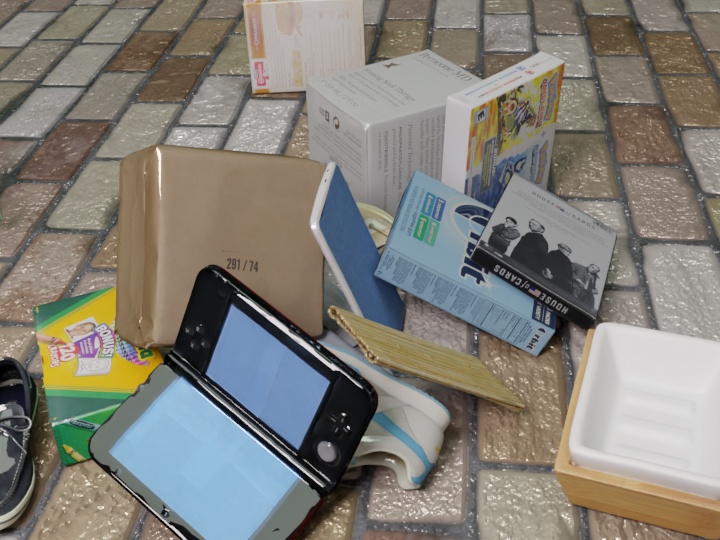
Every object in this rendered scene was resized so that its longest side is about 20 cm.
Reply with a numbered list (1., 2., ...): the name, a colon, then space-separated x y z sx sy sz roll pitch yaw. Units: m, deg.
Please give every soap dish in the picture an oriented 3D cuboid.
1. soap dish: 0.268 0.141 0.841 0.154 0.082 0.201 10 36 18

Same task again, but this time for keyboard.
1. keyboard: -0.052 0.031 1.088 0.056 0.011 0.199 -32 43 -27

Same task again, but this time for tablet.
1. tablet: 0.000 0.000 0.967 0.013 0.202 0.131 -15 30 19

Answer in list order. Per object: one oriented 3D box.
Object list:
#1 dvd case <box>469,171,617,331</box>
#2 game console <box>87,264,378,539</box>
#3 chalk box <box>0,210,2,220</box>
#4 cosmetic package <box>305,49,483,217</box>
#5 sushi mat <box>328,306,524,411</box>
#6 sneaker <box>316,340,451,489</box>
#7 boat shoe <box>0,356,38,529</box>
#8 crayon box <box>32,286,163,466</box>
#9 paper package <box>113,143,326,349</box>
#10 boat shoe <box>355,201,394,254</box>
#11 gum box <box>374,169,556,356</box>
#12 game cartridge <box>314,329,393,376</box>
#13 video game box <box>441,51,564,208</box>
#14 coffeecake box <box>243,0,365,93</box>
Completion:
1. dvd case: 0.214 -0.029 1.055 0.149 0.025 0.200 31 35 4
2. game console: -0.112 0.128 0.786 0.199 0.174 0.118 36 34 15
3. chalk box: -0.563 -0.098 1.207 0.196 0.127 0.125 0 35 2
4. cosmetic package: 0.052 -0.169 1.226 0.197 0.169 0.167 -19 37 -24
5. sushi mat: 0.064 0.085 0.881 0.198 0.012 0.096 22 16 -35
6. sneaker: -0.017 0.126 0.842 0.197 0.077 0.082 24 62 0
7. boat shoe: -0.344 0.160 0.877 0.073 0.063 0.201 -6 36 -7
8. crayon box: -0.265 0.099 0.959 0.117 0.059 0.201 -14 36 -16
9. paper package: -0.141 -0.024 0.943 0.197 0.195 0.103 1 2 -37
10. boat shoe: 0.021 -0.025 1.109 0.197 0.073 0.065 22 40 23
11. gum box: 0.127 -0.014 1.038 0.197 0.045 0.171 27 37 -3
12. game cartridge: -0.071 0.132 0.921 0.198 0.042 0.132 -29 38 -32
13. video game box: 0.175 -0.148 1.158 0.046 0.203 0.181 30 46 33
14. coffeecake box: -0.091 -0.388 1.559 0.196 0.156 0.074 -3 33 -1
